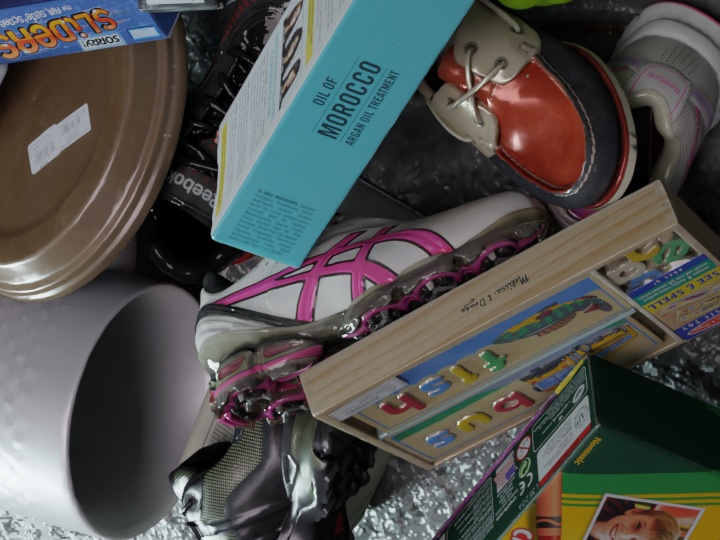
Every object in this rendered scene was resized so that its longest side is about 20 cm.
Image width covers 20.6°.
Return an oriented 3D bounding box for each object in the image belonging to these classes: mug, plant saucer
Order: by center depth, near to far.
[{"bbox_3d":[-0.169,-0.083,1.074,0.199,0.029,0.201,-15,67,40],"label":"plant saucer"},{"bbox_3d":[-0.189,0.039,1.149,0.174,0.147,0.201,11,91,28],"label":"mug"}]

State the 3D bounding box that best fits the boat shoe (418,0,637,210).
[{"bbox_3d":[0.057,-0.097,0.942,0.200,0.062,0.071,53,124,40],"label":"boat shoe"}]

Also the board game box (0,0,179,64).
[{"bbox_3d":[-0.125,-0.186,0.977,0.135,0.201,0.035,-4,138,29],"label":"board game box"}]

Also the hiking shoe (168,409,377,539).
[{"bbox_3d":[-0.056,0.140,1.077,0.100,0.076,0.201,24,112,24],"label":"hiking shoe"}]

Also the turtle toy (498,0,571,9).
[{"bbox_3d":[0.100,-0.217,0.902,0.145,0.101,0.201,20,119,18],"label":"turtle toy"}]

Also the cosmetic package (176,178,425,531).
[{"bbox_3d":[-0.021,0.056,1.099,0.103,0.073,0.201,32,122,11],"label":"cosmetic package"}]

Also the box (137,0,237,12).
[{"bbox_3d":[-0.049,-0.220,0.918,0.046,0.200,0.160,1,111,27],"label":"box"}]

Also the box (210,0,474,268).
[{"bbox_3d":[-0.007,-0.098,0.914,0.049,0.083,0.200,19,133,-18],"label":"box"}]

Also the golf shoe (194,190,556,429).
[{"bbox_3d":[0.000,0.000,0.976,0.199,0.073,0.093,-25,62,20],"label":"golf shoe"}]

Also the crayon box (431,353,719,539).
[{"bbox_3d":[0.137,0.155,1.026,0.172,0.058,0.200,23,125,-18],"label":"crayon box"}]

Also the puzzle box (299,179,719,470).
[{"bbox_3d":[0.085,0.033,0.964,0.199,0.133,0.026,-29,62,18],"label":"puzzle box"}]

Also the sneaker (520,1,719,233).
[{"bbox_3d":[0.112,-0.035,0.982,0.081,0.088,0.201,30,122,13],"label":"sneaker"}]

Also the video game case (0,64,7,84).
[{"bbox_3d":[-0.278,-0.114,1.133,0.200,0.023,0.182,57,130,31],"label":"video game case"}]

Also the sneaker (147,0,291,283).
[{"bbox_3d":[-0.062,-0.074,1.048,0.071,0.098,0.201,29,121,7],"label":"sneaker"}]
